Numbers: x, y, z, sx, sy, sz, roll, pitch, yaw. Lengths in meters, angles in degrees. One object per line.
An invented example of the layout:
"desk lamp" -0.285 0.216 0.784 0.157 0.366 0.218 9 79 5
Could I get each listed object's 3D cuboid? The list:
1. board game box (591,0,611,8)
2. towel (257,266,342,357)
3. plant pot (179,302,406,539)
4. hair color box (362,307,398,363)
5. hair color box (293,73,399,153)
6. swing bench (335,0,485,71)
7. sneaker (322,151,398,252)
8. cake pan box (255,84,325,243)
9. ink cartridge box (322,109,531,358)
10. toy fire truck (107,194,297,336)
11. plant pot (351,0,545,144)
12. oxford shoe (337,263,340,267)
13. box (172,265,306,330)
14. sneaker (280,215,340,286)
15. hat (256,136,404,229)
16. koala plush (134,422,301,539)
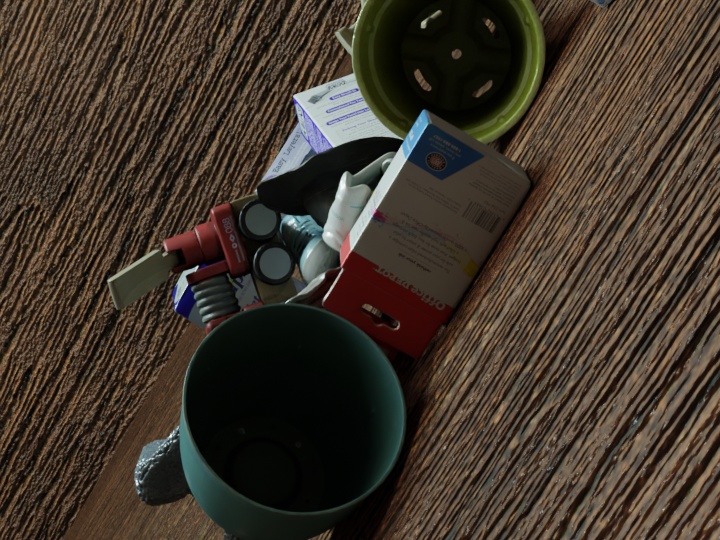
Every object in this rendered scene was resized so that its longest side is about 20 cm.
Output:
"board game box" 0.279 -0.344 1.403 0.135 0.034 0.200 -65 10 -23
"towel" -0.046 0.034 1.501 0.132 0.035 0.200 -37 -4 39
"plant pot" -0.073 0.156 1.378 0.161 0.199 0.202 115 178 -57
"hair color box" -0.017 0.092 1.625 0.102 0.061 0.200 -61 11 -4
"hair color box" 0.006 -0.161 1.832 0.200 0.109 0.065 -125 18 -48
"swing bench" 0.094 -0.343 1.867 0.199 0.130 0.200 -38 -12 -20
"sneaker" 0.051 -0.079 1.506 0.199 0.070 0.081 -23 -42 -37
"cake pan box" -0.044 -0.113 2.015 0.052 0.185 0.201 12 61 35
"ink cartridge box" 0.058 -0.033 1.423 0.201 0.116 0.067 -58 11 14
"toy fire truck" -0.165 0.025 1.658 0.199 0.177 0.129 -18 -2 -7
"plant pot" 0.099 -0.234 1.642 0.201 0.200 0.184 -59 -1 9
"oxford shoe" 0.000 0.000 1.687 0.084 0.073 0.200 -30 1 -12
"box" -0.129 0.045 1.925 0.105 0.199 0.184 -60 10 1
"sneaker" -0.060 -0.027 1.717 0.074 0.082 0.200 -63 -2 5
"hat" -0.009 -0.066 1.591 0.201 0.199 0.082 138 121 -62
"koala plush" -0.118 0.175 1.627 0.184 0.177 0.200 -55 6 14
